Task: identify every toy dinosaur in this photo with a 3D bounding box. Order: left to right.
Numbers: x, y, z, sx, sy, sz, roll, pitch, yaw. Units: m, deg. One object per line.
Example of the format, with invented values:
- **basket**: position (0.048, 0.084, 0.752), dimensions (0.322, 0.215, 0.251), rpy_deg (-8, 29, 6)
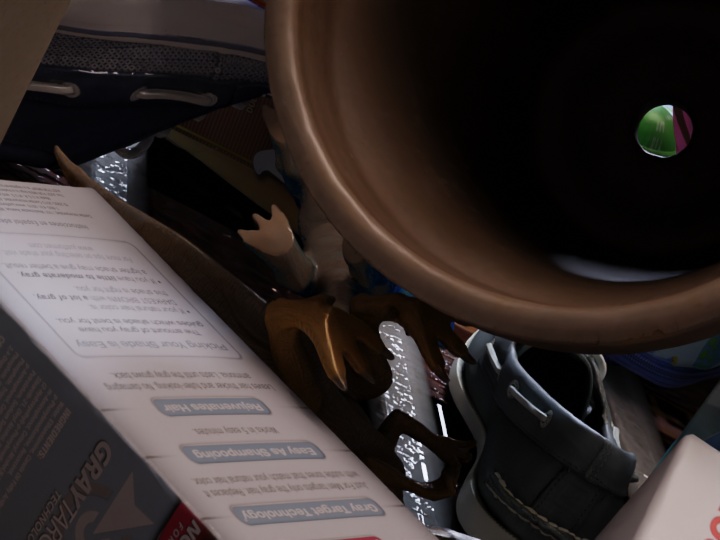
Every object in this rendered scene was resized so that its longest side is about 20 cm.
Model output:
- **toy dinosaur**: position (-0.025, 0.030, 0.846), dimensions (0.200, 0.106, 0.060), rpy_deg (51, 48, -4)

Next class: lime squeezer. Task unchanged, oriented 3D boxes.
- **lime squeezer**: position (0.123, -0.079, 1.153), dimensions (0.038, 0.071, 0.200), rpy_deg (16, -22, 31)

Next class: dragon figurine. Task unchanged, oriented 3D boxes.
- **dragon figurine**: position (0.000, 0.000, 0.978), dimensions (0.099, 0.059, 0.200), rpy_deg (62, 20, -46)

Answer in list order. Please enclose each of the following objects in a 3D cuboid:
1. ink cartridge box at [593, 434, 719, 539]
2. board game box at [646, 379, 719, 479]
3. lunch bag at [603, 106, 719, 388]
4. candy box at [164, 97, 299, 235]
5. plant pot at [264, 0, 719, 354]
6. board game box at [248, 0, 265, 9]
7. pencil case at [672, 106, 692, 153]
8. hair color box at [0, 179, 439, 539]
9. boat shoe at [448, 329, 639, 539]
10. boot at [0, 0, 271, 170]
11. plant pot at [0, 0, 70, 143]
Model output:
- **ink cartridge box**: position (0.131, 0.161, 0.737), dimensions (0.200, 0.084, 0.146), rpy_deg (34, 40, 1)
- **board game box**: position (0.176, 0.093, 0.920), dimensions (0.151, 0.047, 0.200), rpy_deg (36, -20, 8)
- **lunch bag**: position (0.134, -0.018, 1.234), dimensions (0.161, 0.083, 0.200), rpy_deg (39, 20, 19)
- **candy box**: position (0.020, -0.106, 1.082), dimensions (0.117, 0.200, 0.056), rpy_deg (37, 16, 11)
- **plant pot**: position (0.086, -0.061, 0.859), dimensions (0.200, 0.200, 0.175), rpy_deg (39, 0, 17)
- **board game box**: position (0.018, -0.179, 0.985), dimensions (0.152, 0.200, 0.045), rpy_deg (29, -19, -7)
- **pencil case**: position (0.228, -0.070, 1.091), dimensions (0.200, 0.094, 0.091), rpy_deg (6, -1, 4)
- **hair color box**: position (-0.065, 0.054, 0.781), dimensions (0.200, 0.061, 0.099), rpy_deg (43, 22, 29)
- **boat shoe**: position (0.076, 0.051, 1.008), dimensions (0.073, 0.062, 0.200), rpy_deg (31, 20, -6)
- **boot**: position (-0.070, -0.083, 1.008), dimensions (0.200, 0.090, 0.073), rpy_deg (6, 43, -34)
- **plant pot**: position (-0.213, -0.060, 0.648), dimensions (0.200, 0.200, 0.177), rpy_deg (38, 31, 12)
